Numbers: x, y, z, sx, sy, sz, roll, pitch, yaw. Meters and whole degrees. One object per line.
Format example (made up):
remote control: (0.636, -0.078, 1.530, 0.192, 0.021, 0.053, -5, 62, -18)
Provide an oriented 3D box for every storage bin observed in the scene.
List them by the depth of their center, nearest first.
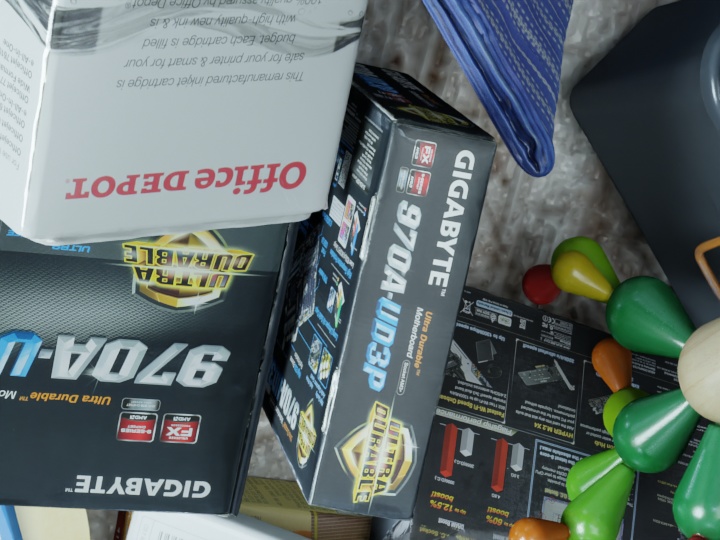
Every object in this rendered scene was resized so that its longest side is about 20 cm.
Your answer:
storage bin: (0.190, -0.039, 1.080, 0.146, 0.134, 0.201, -44, 113, -28)

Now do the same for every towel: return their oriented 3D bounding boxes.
towel: (0.056, -0.140, 1.000, 0.024, 0.200, 0.145, -23, 112, 19)

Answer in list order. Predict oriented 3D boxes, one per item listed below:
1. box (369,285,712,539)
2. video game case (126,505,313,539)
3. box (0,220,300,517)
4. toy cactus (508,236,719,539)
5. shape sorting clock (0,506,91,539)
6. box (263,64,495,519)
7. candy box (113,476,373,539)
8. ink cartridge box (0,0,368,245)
box: (0.107, 0.109, 1.108, 0.199, 0.050, 0.159, 17, 65, -20)
video game case: (-0.030, 0.213, 1.038, 0.199, 0.023, 0.183, 19, 102, 11)
box: (-0.136, 0.022, 0.977, 0.198, 0.046, 0.160, 5, 114, -18)
toy cactus: (0.133, 0.057, 1.014, 0.102, 0.201, 0.165, 11, 144, -30)
shape sorting clock: (-0.219, 0.132, 1.030, 0.198, 0.039, 0.202, -1, 94, -18)
box: (0.000, 0.000, 1.001, 0.046, 0.200, 0.160, 11, 100, -12)
candy box: (-0.024, 0.166, 1.120, 0.198, 0.055, 0.116, 8, 100, -20)
ink cartridge box: (-0.073, -0.122, 0.881, 0.144, 0.084, 0.201, -7, 119, -38)
